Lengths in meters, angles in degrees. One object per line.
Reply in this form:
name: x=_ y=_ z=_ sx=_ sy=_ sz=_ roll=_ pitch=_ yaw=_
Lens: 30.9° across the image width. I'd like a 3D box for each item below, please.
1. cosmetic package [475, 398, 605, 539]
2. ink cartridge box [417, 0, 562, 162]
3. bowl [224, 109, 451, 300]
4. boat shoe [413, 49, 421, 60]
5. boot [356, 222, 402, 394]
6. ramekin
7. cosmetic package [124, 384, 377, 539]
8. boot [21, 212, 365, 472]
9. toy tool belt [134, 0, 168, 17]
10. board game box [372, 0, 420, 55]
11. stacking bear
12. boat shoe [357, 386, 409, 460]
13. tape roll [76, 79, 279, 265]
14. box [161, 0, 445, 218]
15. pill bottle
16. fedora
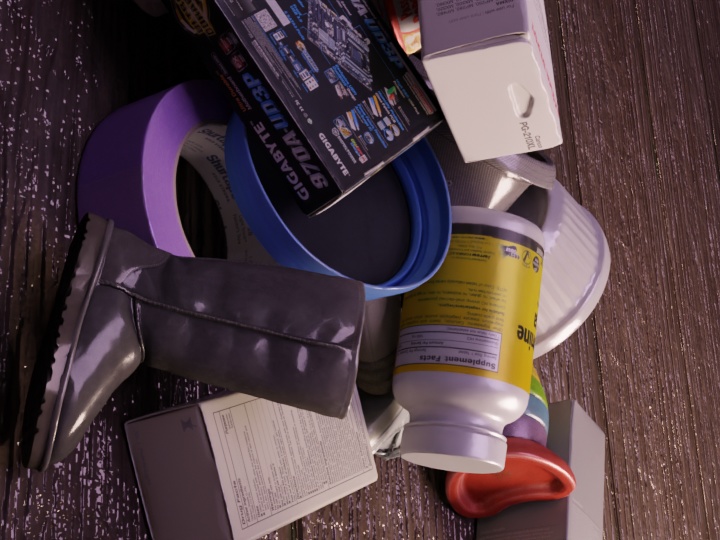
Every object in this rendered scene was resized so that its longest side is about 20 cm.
cosmetic package: x=0.180 y=0.238 z=1.298 sx=0.090 sy=0.106 sz=0.201 roll=47 pitch=42 yaw=-38
ink cartridge box: x=0.097 y=-0.208 z=1.019 sx=0.145 sy=0.084 sz=0.201 roll=57 pitch=26 yaw=-56
bowl: x=-0.016 y=-0.068 z=0.994 sx=0.200 sy=0.039 sz=0.202 roll=23 pitch=51 yaw=-31
boat shoe: x=0.018 y=-0.164 z=1.230 sx=0.200 sy=0.067 sz=0.072 roll=-36 pitch=95 yaw=-47
boot: x=0.000 y=0.000 z=1.135 sx=0.200 sy=0.072 sz=0.155 roll=-94 pitch=171 yaw=-63
ramekin: x=0.125 y=-0.014 z=1.220 sx=0.094 sy=0.201 sz=0.203 roll=51 pitch=38 yaw=-39
cosmetic package: x=-0.073 y=0.134 z=0.959 sx=0.200 sy=0.073 sz=0.104 roll=-9 pitch=84 yaw=-59
boot: x=-0.103 y=0.063 z=0.840 sx=0.199 sy=0.072 sz=0.183 roll=21 pitch=72 yaw=-21
toy tool belt: x=-0.134 y=-0.291 z=0.990 sx=0.123 sy=0.125 sz=0.200 roll=44 pitch=50 yaw=6
board game box: x=-0.010 y=-0.294 z=1.082 sx=0.152 sy=0.046 sz=0.201 roll=45 pitch=-17 yaw=42
stacking bear: x=0.129 y=0.119 z=1.273 sx=0.114 sy=0.121 sz=0.201 roll=51 pitch=28 yaw=-46
boat shoe: x=0.030 y=0.124 z=1.136 sx=0.072 sy=0.070 sz=0.201 roll=65 pitch=31 yaw=-14
tape roll: x=-0.117 y=-0.036 z=0.970 sx=0.200 sy=0.065 sz=0.201 roll=31 pitch=52 yaw=-51
box: x=-0.039 y=-0.159 z=0.959 sx=0.200 sy=0.046 sz=0.159 roll=55 pitch=41 yaw=-5
pill bottle: x=0.086 y=0.058 z=1.063 sx=0.112 sy=0.112 sz=0.201 roll=28 pitch=65 yaw=-51
fedora: x=0.073 y=-0.109 z=1.153 sx=0.200 sy=0.091 sz=0.177 roll=35 pitch=15 yaw=1
